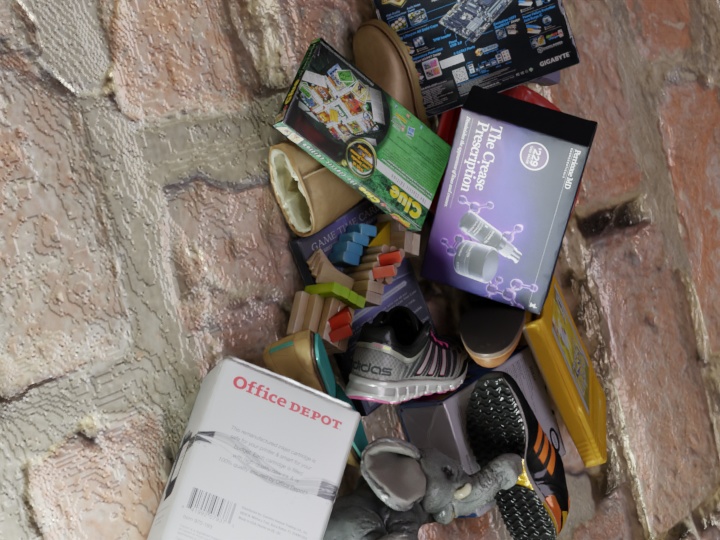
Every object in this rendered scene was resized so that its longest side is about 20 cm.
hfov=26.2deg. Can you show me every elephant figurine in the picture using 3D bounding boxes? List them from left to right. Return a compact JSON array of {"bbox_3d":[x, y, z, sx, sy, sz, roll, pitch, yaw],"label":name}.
[{"bbox_3d":[0.043,0.232,1.552,0.155,0.141,0.201,46,57,-25],"label":"elephant figurine"}]

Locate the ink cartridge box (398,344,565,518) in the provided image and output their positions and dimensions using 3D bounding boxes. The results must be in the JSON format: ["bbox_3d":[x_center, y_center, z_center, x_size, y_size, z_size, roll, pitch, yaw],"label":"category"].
[{"bbox_3d":[0.147,0.171,1.713,0.199,0.076,0.138,-27,103,-41],"label":"ink cartridge box"}]

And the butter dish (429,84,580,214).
[{"bbox_3d":[0.189,-0.123,1.745,0.199,0.147,0.201,33,63,-36],"label":"butter dish"}]

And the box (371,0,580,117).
[{"bbox_3d":[0.123,-0.270,1.684,0.046,0.198,0.160,-90,160,-79],"label":"box"}]

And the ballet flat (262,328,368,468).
[{"bbox_3d":[-0.045,0.131,1.542,0.069,0.062,0.201,-94,166,-46],"label":"ballet flat"}]

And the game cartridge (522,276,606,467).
[{"bbox_3d":[0.238,0.107,1.782,0.201,0.032,0.177,62,18,-18],"label":"game cartridge"}]

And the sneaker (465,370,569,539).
[{"bbox_3d":[0.172,0.192,1.649,0.090,0.069,0.202,-36,111,-56],"label":"sneaker"}]

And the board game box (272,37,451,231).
[{"bbox_3d":[0.006,-0.136,1.578,0.199,0.023,0.106,37,62,-29],"label":"board game box"}]

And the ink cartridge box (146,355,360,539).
[{"bbox_3d":[-0.102,0.203,1.434,0.144,0.083,0.202,23,66,-12],"label":"ink cartridge box"}]

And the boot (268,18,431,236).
[{"bbox_3d":[-0.017,-0.153,1.610,0.199,0.066,0.177,-29,99,-38],"label":"boot"}]

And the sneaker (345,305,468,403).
[{"bbox_3d":[0.055,0.079,1.589,0.199,0.073,0.089,-10,110,-55],"label":"sneaker"}]

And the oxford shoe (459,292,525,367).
[{"bbox_3d":[0.146,0.068,1.681,0.200,0.070,0.072,-71,156,-70],"label":"oxford shoe"}]

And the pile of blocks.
[{"bbox_3d":[0.000,0.000,1.582,0.082,0.062,0.201,53,52,-25],"label":"pile of blocks"}]

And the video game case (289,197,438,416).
[{"bbox_3d":[0.011,0.032,1.643,0.142,0.019,0.202,-33,106,-41],"label":"video game case"}]

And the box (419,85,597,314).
[{"bbox_3d":[0.155,-0.074,1.632,0.079,0.140,0.202,-63,167,-61],"label":"box"}]

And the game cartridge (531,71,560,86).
[{"bbox_3d":[0.168,-0.301,1.830,0.199,0.038,0.131,13,72,-42],"label":"game cartridge"}]
